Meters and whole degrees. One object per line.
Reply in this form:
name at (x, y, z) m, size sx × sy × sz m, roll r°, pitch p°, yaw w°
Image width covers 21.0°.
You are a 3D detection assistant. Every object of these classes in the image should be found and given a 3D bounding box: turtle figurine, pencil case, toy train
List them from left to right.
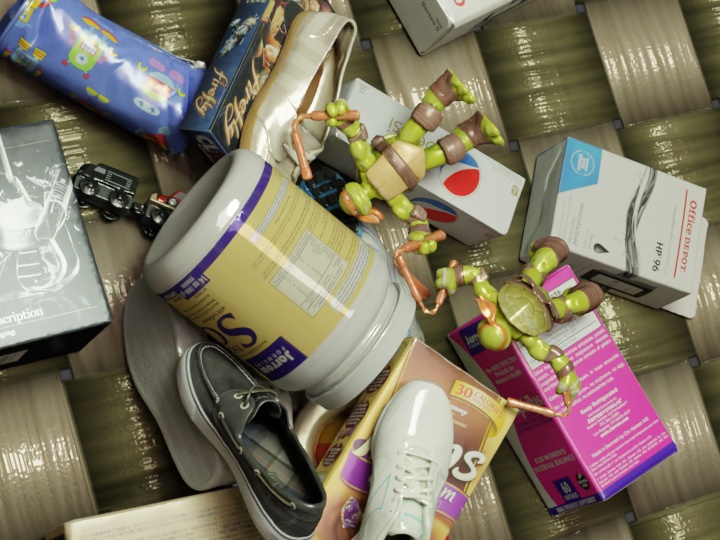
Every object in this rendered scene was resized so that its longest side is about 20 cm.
pencil case at (-0.222, -0.181, 1.715) m, size 0.200 × 0.078 × 0.087 m, roll 29°, pitch 94°, yaw -14°
toy train at (-0.162, -0.047, 1.732) m, size 0.200 × 0.034 × 0.046 m, roll 23°, pitch 55°, yaw -15°
turtle figurine at (0.044, -0.089, 1.712) m, size 0.161 × 0.064 × 0.200 m, roll -37°, pitch 103°, yaw 0°
turtle figurine at (0.137, 0.026, 1.689) m, size 0.200 × 0.064 × 0.161 m, roll 41°, pitch 41°, yaw 11°

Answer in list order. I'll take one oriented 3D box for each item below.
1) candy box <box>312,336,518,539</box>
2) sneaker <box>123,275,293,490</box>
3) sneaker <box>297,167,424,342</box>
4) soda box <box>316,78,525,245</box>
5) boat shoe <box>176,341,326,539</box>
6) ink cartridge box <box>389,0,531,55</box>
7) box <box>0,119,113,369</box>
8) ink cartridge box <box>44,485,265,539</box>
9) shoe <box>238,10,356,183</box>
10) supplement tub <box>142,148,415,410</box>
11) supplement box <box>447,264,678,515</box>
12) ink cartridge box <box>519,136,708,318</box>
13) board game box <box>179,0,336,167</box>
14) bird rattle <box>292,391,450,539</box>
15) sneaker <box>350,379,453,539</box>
candy box at (0.032, 0.170, 1.641) m, size 0.117 × 0.056 × 0.200 m, roll 34°, pitch 75°, yaw -12°
sneaker at (-0.128, 0.096, 1.693) m, size 0.115 × 0.074 × 0.200 m, roll 0°, pitch 61°, yaw -46°
sneaker at (0.000, 0.000, 1.777) m, size 0.087 × 0.075 × 0.200 m, roll 10°, pitch 54°, yaw -61°
soda box at (0.051, -0.098, 1.802) m, size 0.200 × 0.068 × 0.064 m, roll 28°, pitch 69°, yaw -23°
boat shoe at (-0.085, 0.129, 1.582) m, size 0.070 × 0.066 × 0.200 m, roll -4°, pitch 53°, yaw -36°
ink cartridge box at (0.113, -0.320, 1.897) m, size 0.200 × 0.084 × 0.146 m, roll -29°, pitch 88°, yaw -28°
box at (-0.332, -0.009, 1.605) m, size 0.199 × 0.104 × 0.183 m, roll -14°, pitch 80°, yaw -27°
ink cartridge box at (-0.146, 0.273, 1.623) m, size 0.199 × 0.075 × 0.165 m, roll -9°, pitch 80°, yaw -27°
shoe at (-0.056, -0.142, 1.718) m, size 0.070 × 0.053 × 0.201 m, roll 43°, pitch 61°, yaw -54°
supplement tub at (-0.067, 0.010, 1.638) m, size 0.200 × 0.145 × 0.146 m, roll 39°, pitch 64°, yaw -14°
supplement box at (0.186, 0.111, 1.799) m, size 0.103 × 0.101 × 0.200 m, roll -29°, pitch 87°, yaw -27°
ink cartridge box at (0.264, -0.039, 1.894) m, size 0.199 × 0.068 × 0.116 m, roll 18°, pitch 69°, yaw -18°
board game box at (-0.081, -0.170, 1.755) m, size 0.136 × 0.035 × 0.200 m, roll 53°, pitch 53°, yaw -50°
bird rattle at (0.010, 0.176, 1.729) m, size 0.163 × 0.113 × 0.201 m, roll 15°, pitch 83°, yaw -7°
sneaker at (0.038, 0.185, 1.572) m, size 0.070 × 0.080 × 0.201 m, roll 18°, pitch 79°, yaw -13°
